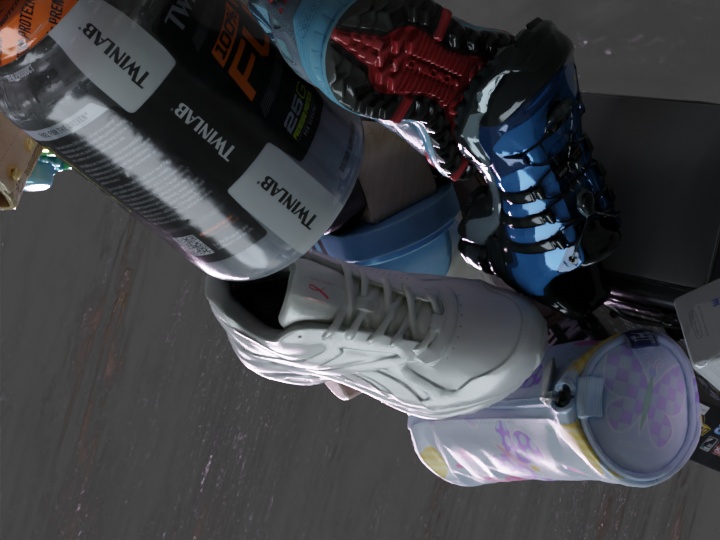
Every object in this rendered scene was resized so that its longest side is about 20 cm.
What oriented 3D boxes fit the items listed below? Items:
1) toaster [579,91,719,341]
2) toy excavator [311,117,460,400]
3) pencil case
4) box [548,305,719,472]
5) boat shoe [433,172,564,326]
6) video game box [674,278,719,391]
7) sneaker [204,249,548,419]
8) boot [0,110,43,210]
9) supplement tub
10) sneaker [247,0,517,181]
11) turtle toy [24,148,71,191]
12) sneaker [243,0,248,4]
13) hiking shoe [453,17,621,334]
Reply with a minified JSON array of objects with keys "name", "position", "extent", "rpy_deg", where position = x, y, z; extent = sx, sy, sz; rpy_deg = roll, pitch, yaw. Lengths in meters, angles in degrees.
[{"name":"toaster","position":[0.203,-0.019,0.977],"extent":[0.180,0.119,0.200],"rpy_deg":[18,178,-35]},{"name":"toy excavator","position":[0.000,0.000,1.056],"extent":[0.100,0.201,0.194],"rpy_deg":[-26,-161,-24]},{"name":"pencil case","position":[0.105,0.082,0.968],"extent":[0.090,0.084,0.200],"rpy_deg":[-6,176,-26]},{"name":"box","position":[0.184,0.047,1.135],"extent":[0.198,0.050,0.200],"rpy_deg":[26,-158,-38]},{"name":"boat shoe","position":[0.063,-0.045,1.066],"extent":[0.059,0.201,0.072],"rpy_deg":[-15,154,-28]},{"name":"video game box","position":[0.278,0.029,0.847],"extent":[0.181,0.047,0.200],"rpy_deg":[-24,146,23]},{"name":"sneaker","position":[0.000,0.029,0.917],"extent":[0.199,0.078,0.099],"rpy_deg":[2,161,24]},{"name":"boot","position":[-0.179,-0.102,1.038],"extent":[0.199,0.156,0.073],"rpy_deg":[22,155,-13]},{"name":"supplement tub","position":[-0.101,-0.093,0.862],"extent":[0.200,0.123,0.122],"rpy_deg":[39,165,-35]},{"name":"sneaker","position":[0.017,-0.112,0.850],"extent":[0.095,0.080,0.200],"rpy_deg":[35,-176,31]},{"name":"turtle toy","position":[-0.210,-0.125,1.173],"extent":[0.145,0.102,0.200],"rpy_deg":[33,-135,26]},{"name":"sneaker","position":[-0.114,-0.127,0.973],"extent":[0.199,0.089,0.075],"rpy_deg":[16,180,7]},{"name":"hiking shoe","position":[0.100,-0.048,0.850],"extent":[0.087,0.074,0.200],"rpy_deg":[38,161,22]}]
